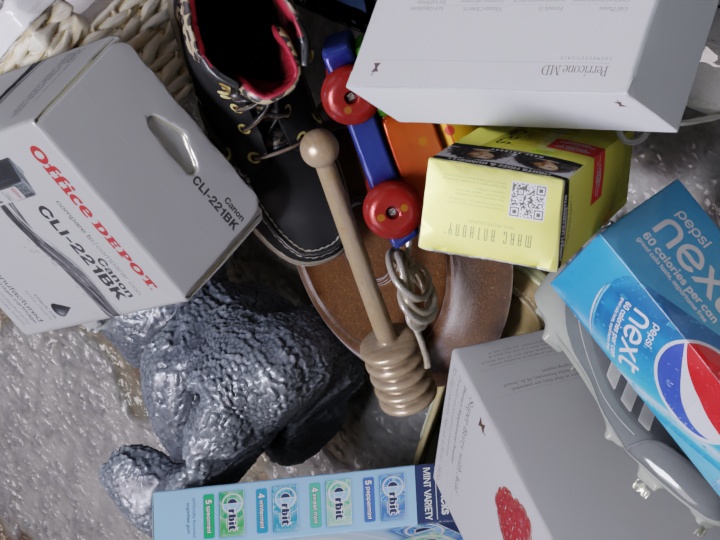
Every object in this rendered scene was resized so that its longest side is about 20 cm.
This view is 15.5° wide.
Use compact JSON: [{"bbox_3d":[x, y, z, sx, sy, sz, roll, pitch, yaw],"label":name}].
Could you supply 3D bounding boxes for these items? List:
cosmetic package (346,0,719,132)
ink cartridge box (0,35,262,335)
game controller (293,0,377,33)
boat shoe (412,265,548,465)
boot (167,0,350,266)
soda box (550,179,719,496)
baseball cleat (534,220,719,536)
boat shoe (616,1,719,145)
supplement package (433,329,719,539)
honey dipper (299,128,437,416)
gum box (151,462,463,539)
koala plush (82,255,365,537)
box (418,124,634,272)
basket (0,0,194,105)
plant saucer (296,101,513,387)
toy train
[{"bbox_3d":[0.097,-0.151,1.369,0.200,0.151,0.052,6,160,46],"label":"cosmetic package"},{"bbox_3d":[-0.175,-0.047,1.591,0.144,0.084,0.200,50,148,-19],"label":"ink cartridge box"},{"bbox_3d":[-0.037,-0.198,1.569,0.200,0.042,0.104,27,137,33],"label":"game controller"},{"bbox_3d":[0.080,0.072,1.652,0.073,0.063,0.201,43,144,13],"label":"boat shoe"},{"bbox_3d":[-0.057,-0.100,1.546,0.151,0.073,0.200,146,104,-84],"label":"boot"},{"bbox_3d":[0.196,0.056,1.400,0.200,0.068,0.064,51,146,9],"label":"soda box"},{"bbox_3d":[0.169,0.048,1.470,0.106,0.070,0.200,-49,51,17],"label":"baseball cleat"},{"bbox_3d":[0.143,-0.113,1.400,0.202,0.086,0.075,26,137,32],"label":"boat shoe"},{"bbox_3d":[0.136,0.143,1.533,0.121,0.120,0.200,96,155,-44],"label":"supplement package"},{"bbox_3d":[0.000,0.000,1.551,0.038,0.038,0.200,14,137,41],"label":"honey dipper"},{"bbox_3d":[-0.017,0.178,1.716,0.200,0.045,0.170,-7,156,9],"label":"gum box"},{"bbox_3d":[-0.112,0.038,1.755,0.200,0.177,0.184,53,148,14],"label":"koala plush"},{"bbox_3d":[0.091,-0.046,1.384,0.075,0.200,0.050,10,103,15],"label":"box"},{"bbox_3d":[-0.177,-0.131,1.695,0.123,0.136,0.200,45,150,-7],"label":"basket"},{"bbox_3d":[0.015,-0.021,1.627,0.200,0.032,0.201,24,123,44],"label":"plant saucer"},{"bbox_3d":[0.058,-0.053,1.518,0.116,0.085,0.200,-19,104,7],"label":"toy train"}]
